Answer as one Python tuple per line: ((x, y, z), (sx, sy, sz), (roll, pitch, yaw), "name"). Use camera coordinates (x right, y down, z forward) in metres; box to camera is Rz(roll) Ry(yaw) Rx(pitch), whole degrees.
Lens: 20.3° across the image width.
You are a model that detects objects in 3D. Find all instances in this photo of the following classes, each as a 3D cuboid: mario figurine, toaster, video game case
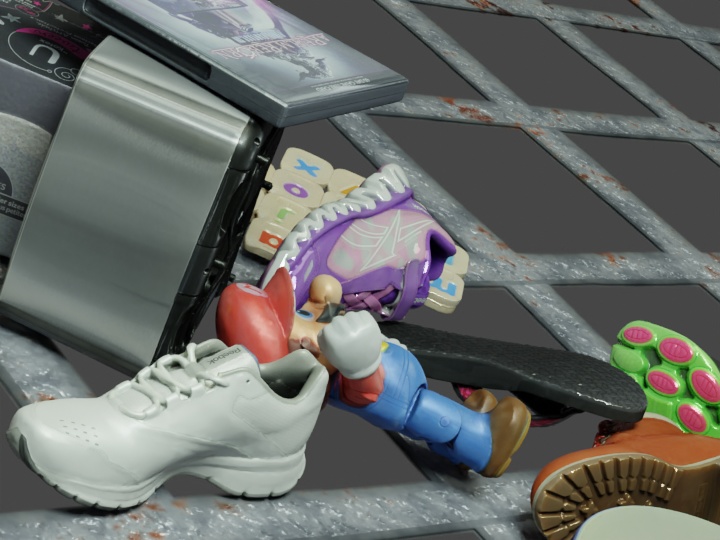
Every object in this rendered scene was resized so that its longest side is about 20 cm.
((0.008, 0.049, 1.206), (0.200, 0.123, 0.106), (24, 49, -19), "mario figurine")
((-0.122, -0.044, 1.200), (0.118, 0.181, 0.200), (22, 23, -1), "toaster")
((-0.086, -0.144, 1.199), (0.200, 0.019, 0.143), (30, 24, 22), "video game case")

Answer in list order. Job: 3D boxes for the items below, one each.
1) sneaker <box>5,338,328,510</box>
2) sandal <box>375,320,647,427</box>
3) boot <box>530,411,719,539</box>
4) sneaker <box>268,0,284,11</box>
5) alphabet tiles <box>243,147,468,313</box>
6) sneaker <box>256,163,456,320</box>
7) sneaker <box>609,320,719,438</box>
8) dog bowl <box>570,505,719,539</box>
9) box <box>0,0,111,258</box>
((-0.102, 0.075, 1.090), (0.200, 0.087, 0.075), (-2, 37, -44), "sneaker")
((0.093, 0.075, 1.317), (0.200, 0.045, 0.075), (12, 15, 23), "sandal")
((0.165, 0.133, 1.270), (0.200, 0.075, 0.107), (2, 20, -40), "boot")
((-0.117, -0.142, 1.481), (0.075, 0.106, 0.200), (26, 24, 1), "sneaker")
((-0.016, -0.030, 1.468), (0.200, 0.015, 0.196), (24, 24, -4), "alphabet tiles")
((0.000, 0.000, 1.336), (0.088, 0.081, 0.200), (43, 37, 9), "sneaker")
((0.261, 0.107, 1.416), (0.200, 0.077, 0.084), (34, 8, 11), "sneaker")
((0.186, 0.220, 1.090), (0.200, 0.079, 0.200), (21, 25, -10), "dog bowl")
((-0.270, -0.112, 1.245), (0.200, 0.132, 0.115), (23, 27, -4), "box")
